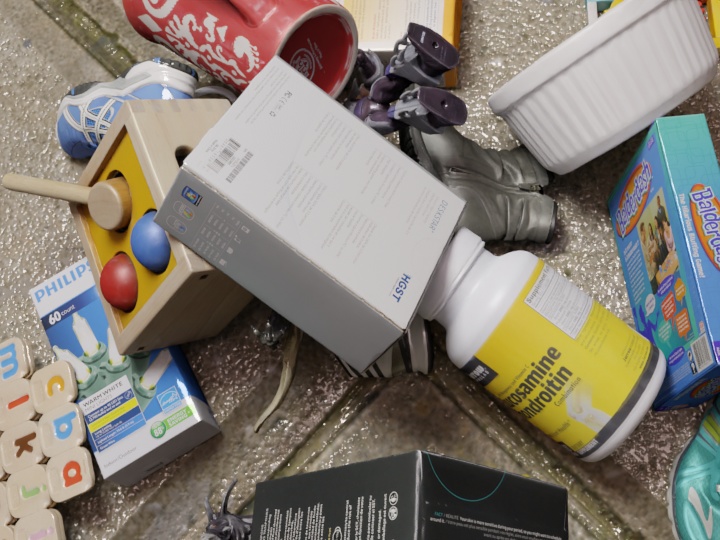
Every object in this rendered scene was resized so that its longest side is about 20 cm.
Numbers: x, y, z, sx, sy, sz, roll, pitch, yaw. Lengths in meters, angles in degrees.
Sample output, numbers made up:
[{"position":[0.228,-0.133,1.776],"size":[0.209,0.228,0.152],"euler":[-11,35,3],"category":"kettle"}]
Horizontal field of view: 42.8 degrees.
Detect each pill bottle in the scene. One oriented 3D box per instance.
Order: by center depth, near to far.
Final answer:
[{"position":[0.141,0.056,0.756],"size":[0.199,0.112,0.113],"euler":[36,79,4],"category":"pill bottle"}]

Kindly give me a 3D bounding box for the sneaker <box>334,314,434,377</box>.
[{"position":[0.000,0.000,0.840],"size":[0.113,0.076,0.204],"euler":[-8,72,4],"category":"sneaker"}]

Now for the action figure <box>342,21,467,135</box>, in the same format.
[{"position":[0.014,-0.147,0.833],"size":[0.068,0.199,0.132],"euler":[11,75,-29],"category":"action figure"}]

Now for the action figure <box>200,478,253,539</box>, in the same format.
[{"position":[-0.094,0.271,0.748],"size":[0.118,0.102,0.202],"euler":[-30,70,10],"category":"action figure"}]

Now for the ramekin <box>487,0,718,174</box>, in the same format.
[{"position":[0.217,-0.167,0.804],"size":[0.201,0.202,0.095],"euler":[-34,93,-4],"category":"ramekin"}]

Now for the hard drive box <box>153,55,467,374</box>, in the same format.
[{"position":[-0.033,-0.046,0.715],"size":[0.199,0.077,0.157],"euler":[37,48,-6],"category":"hard drive box"}]

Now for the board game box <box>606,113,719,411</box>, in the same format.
[{"position":[0.261,-0.001,0.755],"size":[0.044,0.152,0.203],"euler":[-6,70,-3],"category":"board game box"}]

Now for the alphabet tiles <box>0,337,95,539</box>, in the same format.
[{"position":[-0.325,0.170,0.840],"size":[0.194,0.015,0.203],"euler":[-25,70,20],"category":"alphabet tiles"}]

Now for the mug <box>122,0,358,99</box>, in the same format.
[{"position":[-0.119,-0.227,0.816],"size":[0.199,0.176,0.135],"euler":[38,113,29],"category":"mug"}]

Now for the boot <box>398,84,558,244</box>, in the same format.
[{"position":[0.110,-0.107,0.878],"size":[0.128,0.068,0.203],"euler":[-9,69,-7],"category":"boot"}]

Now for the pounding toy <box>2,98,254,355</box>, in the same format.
[{"position":[-0.191,-0.047,0.791],"size":[0.141,0.184,0.202],"euler":[-10,68,-41],"category":"pounding toy"}]

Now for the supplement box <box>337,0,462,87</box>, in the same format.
[{"position":[0.002,-0.257,0.932],"size":[0.196,0.074,0.128],"euler":[2,71,10],"category":"supplement box"}]

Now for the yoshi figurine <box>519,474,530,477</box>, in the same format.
[{"position":[0.105,0.270,0.715],"size":[0.110,0.112,0.203],"euler":[-16,70,11],"category":"yoshi figurine"}]

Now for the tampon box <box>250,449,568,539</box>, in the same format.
[{"position":[0.029,0.216,0.656],"size":[0.199,0.148,0.128],"euler":[-24,55,49],"category":"tampon box"}]

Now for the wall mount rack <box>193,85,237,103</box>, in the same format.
[{"position":[-0.136,-0.072,0.894],"size":[0.172,0.075,0.202],"euler":[-28,68,-5],"category":"wall mount rack"}]

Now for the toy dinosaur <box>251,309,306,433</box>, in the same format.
[{"position":[-0.057,0.038,0.786],"size":[0.047,0.088,0.203],"euler":[15,75,6],"category":"toy dinosaur"}]

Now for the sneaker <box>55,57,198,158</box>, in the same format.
[{"position":[-0.237,-0.141,0.896],"size":[0.198,0.075,0.078],"euler":[-15,69,42],"category":"sneaker"}]

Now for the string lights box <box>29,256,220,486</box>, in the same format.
[{"position":[-0.221,0.084,0.856],"size":[0.102,0.059,0.202],"euler":[-30,68,-1],"category":"string lights box"}]

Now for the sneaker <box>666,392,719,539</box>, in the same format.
[{"position":[0.303,0.140,0.738],"size":[0.076,0.080,0.203],"euler":[20,76,13],"category":"sneaker"}]

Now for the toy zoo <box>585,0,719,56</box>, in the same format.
[{"position":[0.291,-0.275,0.919],"size":[0.129,0.020,0.203],"euler":[-3,71,8],"category":"toy zoo"}]
